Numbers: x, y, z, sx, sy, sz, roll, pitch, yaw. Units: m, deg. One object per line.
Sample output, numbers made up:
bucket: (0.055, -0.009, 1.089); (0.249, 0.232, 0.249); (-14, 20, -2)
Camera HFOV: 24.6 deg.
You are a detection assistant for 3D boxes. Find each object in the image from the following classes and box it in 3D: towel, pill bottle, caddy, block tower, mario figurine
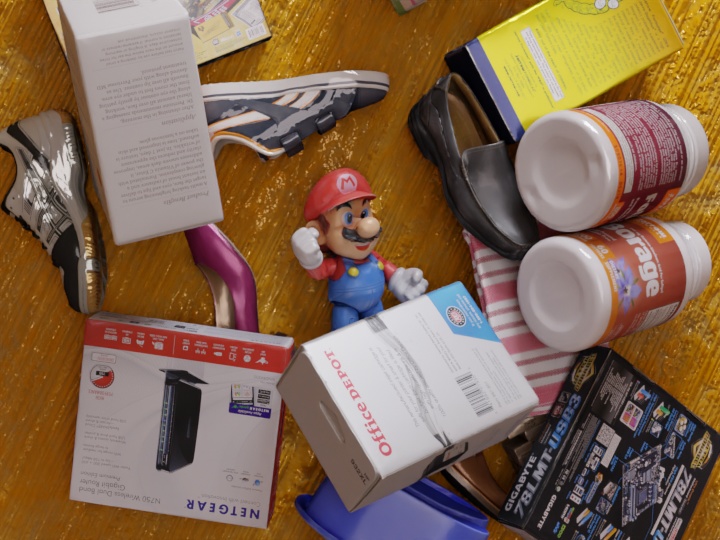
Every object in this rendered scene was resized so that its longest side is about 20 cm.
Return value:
towel: (0.178, 0.042, 1.654); (0.145, 0.030, 0.202); (-7, 82, -35)
pill bottle: (0.255, 0.007, 1.623); (0.199, 0.112, 0.113); (-14, 94, -43)
caddy: (0.032, 0.254, 1.604); (0.199, 0.141, 0.106); (29, 96, 3)
block tower: (0.167, 0.157, 1.677); (0.057, 0.054, 0.202); (-27, 95, -8)
pill bottle: (0.251, -0.107, 1.613); (0.199, 0.113, 0.116); (-13, 94, -47)
mario figurine: (0.000, 0.000, 1.616); (0.105, 0.123, 0.202); (-8, 98, 18)

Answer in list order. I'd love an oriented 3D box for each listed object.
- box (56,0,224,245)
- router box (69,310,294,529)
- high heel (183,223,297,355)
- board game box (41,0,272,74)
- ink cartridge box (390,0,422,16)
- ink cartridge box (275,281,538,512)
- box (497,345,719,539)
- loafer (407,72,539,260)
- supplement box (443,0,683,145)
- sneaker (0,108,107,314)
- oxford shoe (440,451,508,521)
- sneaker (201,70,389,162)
box: (-0.205, -0.151, 1.532); (0.105, 0.152, 0.202); (-13, 116, -12)
router box: (-0.172, 0.143, 1.591); (0.198, 0.049, 0.182); (7, 99, 4)
high heel: (-0.141, 0.042, 1.616); (0.096, 0.067, 0.201); (-35, 99, -17)
board game box: (-0.203, -0.256, 1.621); (0.198, 0.035, 0.137); (-22, 94, -8)
ink cartridge box: (0.053, -0.322, 1.577); (0.067, 0.200, 0.118); (-31, 95, -7)
ink cartridge box: (0.043, 0.116, 1.546); (0.199, 0.084, 0.146); (-20, 69, -34)
box: (0.255, 0.207, 1.646); (0.198, 0.050, 0.201); (35, 77, -32)
loafer: (0.116, -0.102, 1.615); (0.072, 0.072, 0.201); (-22, 69, -33)
supplement box: (0.201, -0.219, 1.648); (0.199, 0.109, 0.110); (-29, 95, -8)
sneaker: (-0.300, -0.051, 1.596); (0.087, 0.076, 0.202); (-13, 83, -2)
oxford shoe: (0.102, 0.176, 1.660); (0.071, 0.071, 0.200); (-42, 96, -11)
sneaker: (-0.067, -0.150, 1.624); (0.198, 0.078, 0.080); (-7, 87, 2)
